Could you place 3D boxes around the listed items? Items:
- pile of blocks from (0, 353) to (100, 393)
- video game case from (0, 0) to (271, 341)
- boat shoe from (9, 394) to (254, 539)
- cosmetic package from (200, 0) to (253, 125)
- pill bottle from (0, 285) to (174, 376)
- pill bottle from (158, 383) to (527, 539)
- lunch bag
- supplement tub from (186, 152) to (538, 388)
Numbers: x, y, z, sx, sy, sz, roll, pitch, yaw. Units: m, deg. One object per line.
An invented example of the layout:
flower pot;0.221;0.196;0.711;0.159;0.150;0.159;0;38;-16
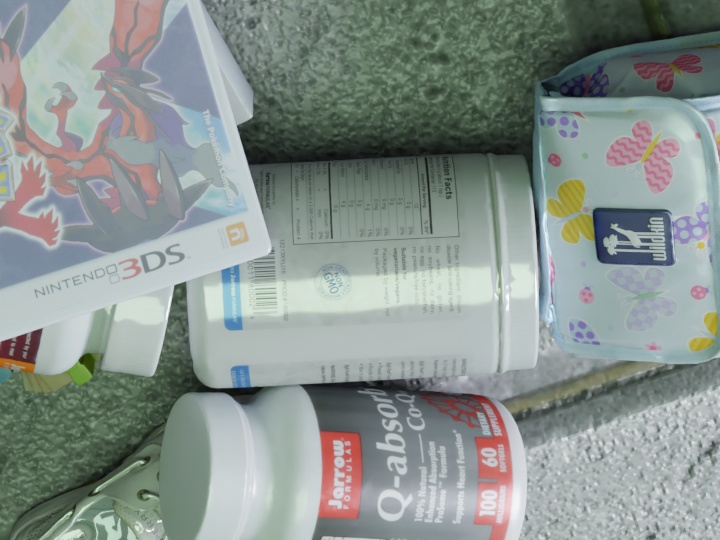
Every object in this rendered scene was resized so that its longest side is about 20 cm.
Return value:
pile of blocks;-0.218;0.049;1.659;0.200;0.062;0.082;-11;113;3
video game case;-0.160;-0.078;1.497;0.182;0.023;0.200;-18;96;-17
boat shoe;-0.129;0.149;1.700;0.200;0.069;0.071;-33;107;10
cosmetic package;-0.184;-0.114;1.595;0.200;0.052;0.151;-25;110;9
pill bottle;-0.207;-0.001;1.559;0.200;0.110;0.110;11;113;-8
pill bottle;-0.012;0.126;1.643;0.200;0.116;0.116;4;114;-23
lunch bag;0.199;-0.041;1.586;0.200;0.127;0.170;-8;113;-11
supplement tub;0.000;0.000;1.607;0.200;0.132;0.132;-2;113;-1
